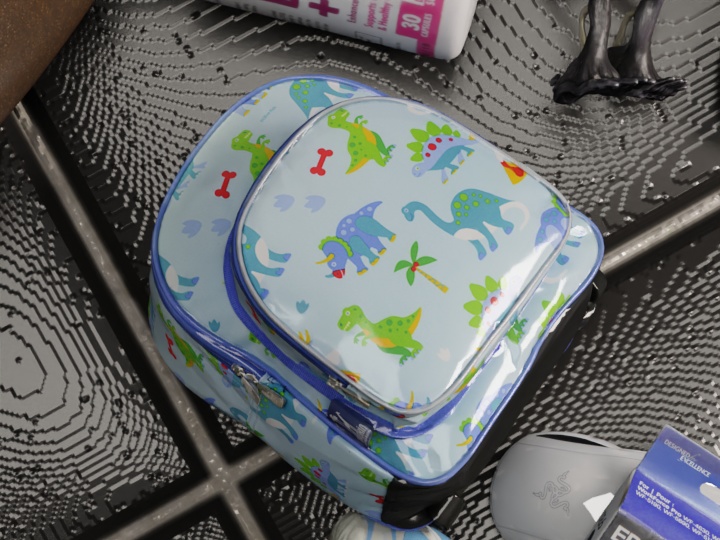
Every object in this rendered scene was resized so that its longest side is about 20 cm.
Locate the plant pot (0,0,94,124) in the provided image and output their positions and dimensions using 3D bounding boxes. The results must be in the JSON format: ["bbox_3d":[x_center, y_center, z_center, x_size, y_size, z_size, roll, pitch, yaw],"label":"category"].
[{"bbox_3d":[-0.236,-0.124,1.051,0.200,0.187,0.187,-37,83,-18],"label":"plant pot"}]

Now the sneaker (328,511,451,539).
[{"bbox_3d":[0.007,0.221,1.043,0.072,0.072,0.200,9,86,-5],"label":"sneaker"}]

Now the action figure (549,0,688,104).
[{"bbox_3d":[0.136,-0.189,1.075,0.102,0.119,0.200,-7,87,37],"label":"action figure"}]

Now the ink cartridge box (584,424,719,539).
[{"bbox_3d":[0.136,0.185,1.031,0.099,0.039,0.200,31,100,2],"label":"ink cartridge box"}]

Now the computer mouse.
[{"bbox_3d":[0.164,0.134,1.064,0.200,0.044,0.110,13,84,3],"label":"computer mouse"}]

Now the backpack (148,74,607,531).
[{"bbox_3d":[0.000,0.000,1.027,0.200,0.147,0.183,32,67,13],"label":"backpack"}]

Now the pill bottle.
[{"bbox_3d":[-0.032,-0.185,1.076,0.200,0.113,0.113,14,83,3],"label":"pill bottle"}]
